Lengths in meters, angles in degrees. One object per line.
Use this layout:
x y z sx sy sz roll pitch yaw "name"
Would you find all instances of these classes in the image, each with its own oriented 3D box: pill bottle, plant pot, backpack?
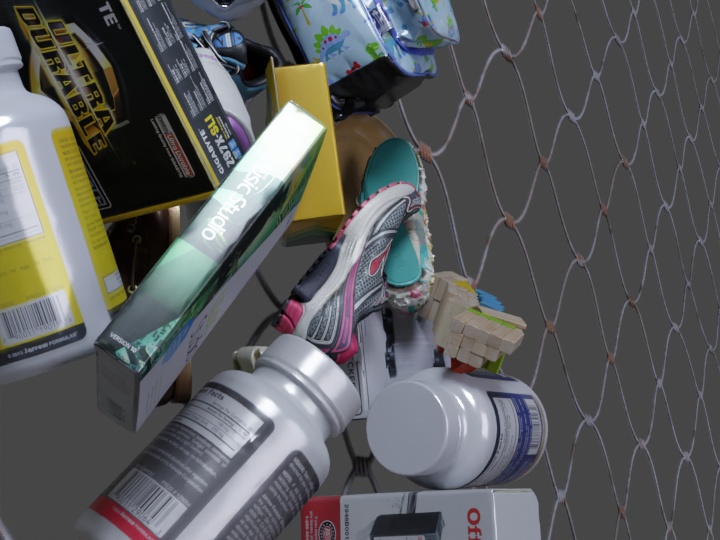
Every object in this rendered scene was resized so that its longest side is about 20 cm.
-0.092 0.142 0.738 0.200 0.110 0.111 -47 124 -24 "pill bottle"
0.008 -0.065 1.101 0.200 0.027 0.201 24 60 -53 "plant pot"
-0.221 -0.040 0.645 0.112 0.112 0.201 -31 107 -57 "pill bottle"
0.000 -0.265 1.010 0.201 0.147 0.183 61 19 -1 "backpack"
0.090 0.148 0.985 0.200 0.111 0.112 15 69 -57 "pill bottle"

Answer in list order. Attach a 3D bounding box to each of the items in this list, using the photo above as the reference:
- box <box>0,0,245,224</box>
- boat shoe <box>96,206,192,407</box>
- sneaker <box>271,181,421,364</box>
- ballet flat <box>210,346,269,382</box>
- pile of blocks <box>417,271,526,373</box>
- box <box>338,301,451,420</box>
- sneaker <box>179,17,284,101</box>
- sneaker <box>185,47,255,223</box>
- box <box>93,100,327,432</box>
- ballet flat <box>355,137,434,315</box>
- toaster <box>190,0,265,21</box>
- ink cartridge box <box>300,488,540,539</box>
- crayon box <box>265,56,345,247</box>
-0.184 -0.130 0.683 0.049 0.159 0.201 -53 126 -49 "box"
-0.164 0.000 0.768 0.070 0.070 0.201 -1 72 -18 "boat shoe"
0.000 0.000 0.947 0.075 0.081 0.200 37 59 -1 "sneaker"
-0.092 0.108 0.857 0.071 0.069 0.200 62 40 -21 "ballet flat"
0.104 0.059 0.999 0.200 0.082 0.062 -104 -148 -73 "pile of blocks"
0.028 0.087 1.059 0.200 0.060 0.117 3 79 -58 "box"
-0.136 -0.180 0.841 0.200 0.090 0.079 -2 83 -57 "sneaker"
-0.107 -0.088 0.829 0.200 0.074 0.100 92 -15 -56 "sneaker"
-0.098 0.001 0.680 0.036 0.144 0.200 33 65 1 "box"
0.036 -0.040 1.043 0.064 0.075 0.201 73 13 -53 "ballet flat"
-0.120 -0.291 0.842 0.200 0.113 0.130 39 34 -35 "toaster"
0.051 0.265 0.911 0.084 0.199 0.145 17 67 -55 "ink cartridge box"
-0.049 -0.094 0.891 0.200 0.051 0.128 138 -55 -83 "crayon box"
